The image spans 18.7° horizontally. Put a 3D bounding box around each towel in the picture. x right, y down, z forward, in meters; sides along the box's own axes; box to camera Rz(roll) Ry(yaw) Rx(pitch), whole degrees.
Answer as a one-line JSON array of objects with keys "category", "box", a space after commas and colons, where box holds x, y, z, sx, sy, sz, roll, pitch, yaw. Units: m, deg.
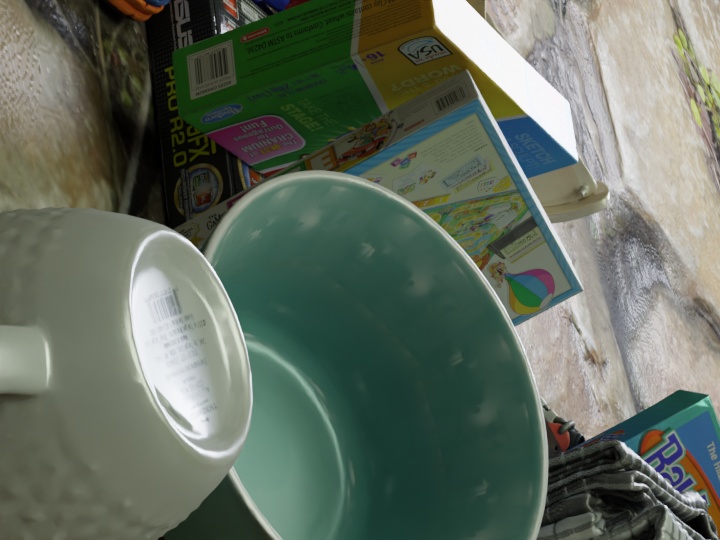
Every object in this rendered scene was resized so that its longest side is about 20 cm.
[{"category": "towel", "box": [0.105, 0.168, 1.272, 0.166, 0.199, 0.086, 43, 34, -52]}]

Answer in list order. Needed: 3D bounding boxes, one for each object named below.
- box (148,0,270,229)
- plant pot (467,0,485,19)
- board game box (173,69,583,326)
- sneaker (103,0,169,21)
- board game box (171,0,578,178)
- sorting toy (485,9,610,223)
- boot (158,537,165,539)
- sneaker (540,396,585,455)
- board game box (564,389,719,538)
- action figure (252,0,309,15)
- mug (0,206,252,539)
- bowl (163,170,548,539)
[{"category": "box", "box": [-0.051, -0.064, 1.283, 0.200, 0.044, 0.162, 35, 42, -57]}, {"category": "plant pot", "box": [0.033, -0.176, 1.405, 0.200, 0.027, 0.202, 0, 90, -66]}, {"category": "board game box", "box": [0.000, 0.000, 1.148, 0.135, 0.199, 0.034, 58, 8, -31]}, {"category": "sneaker", "box": [-0.115, -0.240, 1.218, 0.075, 0.078, 0.202, 20, 55, -64]}, {"category": "board game box", "box": [0.013, -0.088, 1.192, 0.200, 0.152, 0.041, 33, 45, -57]}, {"category": "sorting toy", "box": [0.085, -0.124, 1.599, 0.201, 0.106, 0.180, 56, 12, -10]}, {"category": "boot", "box": [-0.064, 0.121, 1.011, 0.154, 0.074, 0.201, 35, 51, -20]}, {"category": "sneaker", "box": [0.116, 0.110, 1.501, 0.077, 0.081, 0.202, 23, 53, -62]}, {"category": "board game box", "box": [0.165, 0.190, 1.433, 0.153, 0.199, 0.045, 67, -20, -10]}, {"category": "action figure", "box": [-0.050, -0.195, 1.334, 0.200, 0.065, 0.100, 58, 12, -74]}, {"category": "mug", "box": [-0.146, 0.050, 0.789, 0.200, 0.174, 0.149, 11, 63, -65]}, {"category": "bowl", "box": [-0.024, 0.068, 0.950, 0.200, 0.105, 0.202, 24, 53, -36]}]
